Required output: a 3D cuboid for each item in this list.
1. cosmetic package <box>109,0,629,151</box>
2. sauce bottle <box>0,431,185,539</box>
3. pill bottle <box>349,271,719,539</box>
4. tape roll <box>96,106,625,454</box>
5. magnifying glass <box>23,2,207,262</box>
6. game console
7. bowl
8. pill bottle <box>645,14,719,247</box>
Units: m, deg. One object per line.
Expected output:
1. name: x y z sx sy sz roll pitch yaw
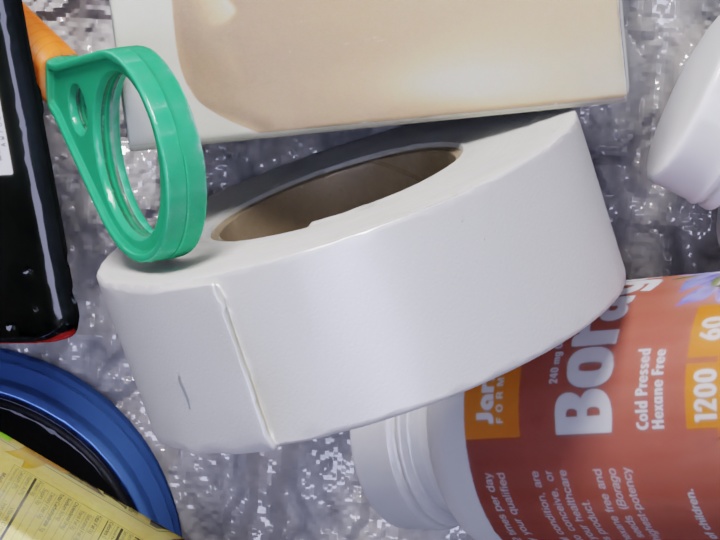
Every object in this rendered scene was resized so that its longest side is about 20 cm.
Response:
1. cosmetic package: 0.004 -0.100 0.916 0.199 0.105 0.071 -6 103 2
2. sauce bottle: -0.109 0.131 0.954 0.200 0.065 0.065 32 102 -7
3. pill bottle: 0.100 0.060 0.915 0.199 0.112 0.113 -6 105 34
4. tape roll: 0.000 0.000 0.889 0.202 0.202 0.071 -17 103 6
5. magnifying glass: -0.108 -0.067 0.888 0.022 0.200 0.080 -13 121 -27
6. game console: -0.205 -0.065 0.936 0.176 0.031 0.201 -3 105 25
7. bowl: -0.179 0.134 1.009 0.200 0.039 0.201 0 103 2
8. pill bottle: 0.222 -0.029 0.922 0.199 0.109 0.110 25 103 -4
